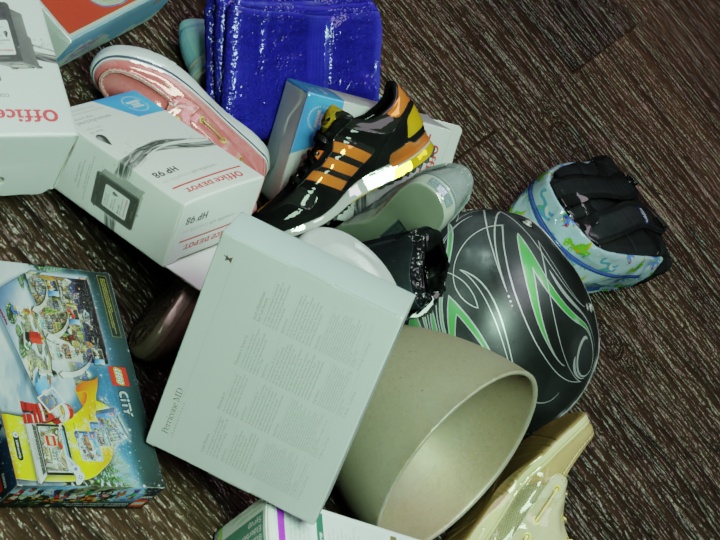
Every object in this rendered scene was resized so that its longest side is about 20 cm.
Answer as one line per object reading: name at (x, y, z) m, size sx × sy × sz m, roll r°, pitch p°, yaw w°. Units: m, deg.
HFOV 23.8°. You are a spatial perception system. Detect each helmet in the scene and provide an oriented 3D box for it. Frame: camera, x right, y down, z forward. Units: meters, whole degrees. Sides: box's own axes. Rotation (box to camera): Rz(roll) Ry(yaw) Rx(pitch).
helmet at (0.121, 0.045, 1.637) m, size 0.191 × 0.199 × 0.201 m, roll 48°, pitch 33°, yaw -31°

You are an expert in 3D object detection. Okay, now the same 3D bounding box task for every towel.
towel at (-0.062, -0.204, 1.686) m, size 0.199 × 0.049 × 0.149 m, roll -7°, pitch 99°, yaw -39°

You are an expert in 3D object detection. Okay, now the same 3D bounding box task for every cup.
cup at (0.037, 0.128, 1.502) m, size 0.143 × 0.201 × 0.200 m, roll 39°, pitch 30°, yaw 27°

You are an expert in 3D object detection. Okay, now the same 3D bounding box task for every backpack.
backpack at (0.244, -0.045, 1.901) m, size 0.164 × 0.153 × 0.200 m, roll 60°, pitch 16°, yaw 10°

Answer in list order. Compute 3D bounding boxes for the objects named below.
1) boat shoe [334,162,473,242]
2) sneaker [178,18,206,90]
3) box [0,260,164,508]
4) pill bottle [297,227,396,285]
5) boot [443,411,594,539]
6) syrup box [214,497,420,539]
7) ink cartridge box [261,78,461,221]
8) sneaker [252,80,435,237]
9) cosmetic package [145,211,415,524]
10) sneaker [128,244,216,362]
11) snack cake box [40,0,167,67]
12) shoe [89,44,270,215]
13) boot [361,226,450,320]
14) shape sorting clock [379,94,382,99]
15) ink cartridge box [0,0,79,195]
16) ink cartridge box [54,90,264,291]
boat shoe at (0.040, -0.042, 1.605) m, size 0.071 × 0.201 × 0.070 m, roll -34°, pitch 90°, yaw -39°
sneaker at (-0.102, -0.233, 1.743) m, size 0.199 × 0.074 × 0.082 m, roll -6°, pitch 68°, yaw -49°
box at (-0.241, 0.089, 1.345) m, size 0.136 × 0.038 × 0.201 m, roll 9°, pitch 53°, yaw -43°
pill bottle at (-0.067, 0.064, 1.409) m, size 0.111 × 0.200 × 0.112 m, roll 31°, pitch 36°, yaw -26°
boot at (0.183, 0.245, 1.576) m, size 0.155 × 0.073 × 0.200 m, roll 46°, pitch 67°, yaw -8°
syrup box at (-0.018, 0.255, 1.400) m, size 0.199 × 0.079 × 0.082 m, roll 23°, pitch 44°, yaw -31°
ink cartridge box at (0.012, -0.105, 1.674) m, size 0.199 × 0.117 × 0.068 m, roll 12°, pitch 13°, yaw -25°
sneaker at (-0.029, -0.103, 1.584) m, size 0.200 × 0.070 × 0.090 m, roll -30°, pitch 110°, yaw -18°
cosmetic package at (-0.064, 0.077, 1.313) m, size 0.150 × 0.201 × 0.052 m, roll 25°, pitch 26°, yaw 4°
sneaker at (-0.129, 0.029, 1.490) m, size 0.076 × 0.070 × 0.200 m, roll 48°, pitch 37°, yaw -12°
snack cake box at (-0.269, -0.268, 1.605) m, size 0.115 × 0.067 × 0.200 m, roll 51°, pitch 36°, yaw -2°
shoe at (-0.169, -0.122, 1.578) m, size 0.200 × 0.071 × 0.091 m, roll 36°, pitch 35°, yaw -24°
boot at (0.000, 0.000, 1.539) m, size 0.200 × 0.167 × 0.077 m, roll -61°, pitch 137°, yaw -68°
shape sorting clock at (0.012, -0.116, 1.789) m, size 0.199 × 0.039 × 0.201 m, roll 27°, pitch 42°, yaw -27°
ink cartridge box at (-0.331, -0.167, 1.415) m, size 0.145 × 0.083 × 0.201 m, roll -4°, pitch 61°, yaw -32°
ink cartridge box at (-0.167, -0.072, 1.475) m, size 0.200 × 0.067 × 0.116 m, roll 34°, pitch 31°, yaw 21°
